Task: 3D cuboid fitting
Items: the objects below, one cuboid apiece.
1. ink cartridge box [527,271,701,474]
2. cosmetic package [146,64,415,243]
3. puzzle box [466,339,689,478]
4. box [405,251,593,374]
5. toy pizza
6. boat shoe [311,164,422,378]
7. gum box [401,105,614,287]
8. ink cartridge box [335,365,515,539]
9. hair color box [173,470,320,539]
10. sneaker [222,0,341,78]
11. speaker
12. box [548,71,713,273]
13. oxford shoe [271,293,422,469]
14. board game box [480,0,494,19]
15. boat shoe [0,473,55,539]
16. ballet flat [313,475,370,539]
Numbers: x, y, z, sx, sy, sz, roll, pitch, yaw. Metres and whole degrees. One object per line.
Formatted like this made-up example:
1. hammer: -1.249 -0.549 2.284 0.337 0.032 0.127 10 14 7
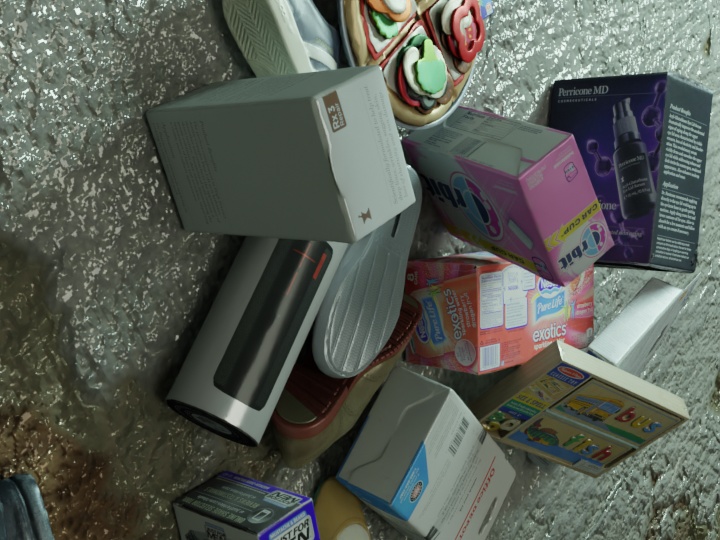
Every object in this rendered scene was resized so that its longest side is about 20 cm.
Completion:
1. ink cartridge box: 0.276 0.104 1.165 0.199 0.043 0.198 -38 155 -39
2. cosmetic package: -0.061 -0.082 0.758 0.074 0.198 0.103 -33 117 -38
3. puzzle box: 0.216 0.142 1.055 0.198 0.133 0.026 24 40 -32
4. box: 0.141 0.033 1.051 0.198 0.094 0.105 -8 100 -45
5. toy pizza: 0.053 -0.223 0.910 0.199 0.031 0.204 -5 97 -50
6. boat shoe: 0.000 0.000 0.914 0.072 0.062 0.202 36 62 -31
7. gum box: 0.126 -0.074 0.960 0.066 0.199 0.114 -36 120 -14
8. ink cartridge box: 0.068 0.190 0.989 0.117 0.067 0.200 -59 143 -17
9. hair color box: -0.075 0.271 0.842 0.064 0.108 0.203 -26 112 -41
10. sneaker: -0.040 -0.154 0.867 0.084 0.074 0.203 -43 127 -43
11. speaker: -0.075 0.030 0.841 0.081 0.080 0.202 41 65 -39
12. box: 0.285 -0.104 1.152 0.103 0.147 0.204 6 88 -45
13. oxford shoe: -0.014 0.091 0.934 0.200 0.070 0.076 -41 148 -38
14. board game box: 0.039 -0.300 0.953 0.152 0.045 0.203 -38 119 -37
15. boat shoe: -0.237 0.239 0.696 0.090 0.070 0.204 -13 101 -40
16. ballet flat: -0.013 0.286 0.939 0.068 0.062 0.204 4 90 -46
